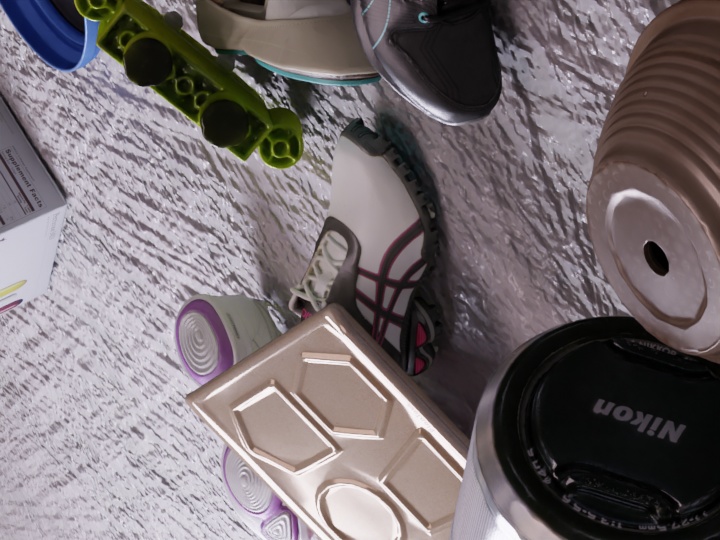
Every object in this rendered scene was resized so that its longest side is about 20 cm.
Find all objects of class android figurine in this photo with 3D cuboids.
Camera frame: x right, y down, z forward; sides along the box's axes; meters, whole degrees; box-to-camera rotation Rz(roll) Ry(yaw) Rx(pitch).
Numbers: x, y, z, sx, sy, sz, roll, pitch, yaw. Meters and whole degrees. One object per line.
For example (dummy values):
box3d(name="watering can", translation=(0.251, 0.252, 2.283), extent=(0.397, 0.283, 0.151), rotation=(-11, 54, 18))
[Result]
box3d(name="android figurine", translation=(-0.114, -0.132, 1.414), extent=(0.182, 0.041, 0.200), rotation=(38, -172, -11))

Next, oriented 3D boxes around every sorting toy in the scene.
box3d(name="sorting toy", translation=(-0.001, 0.114, 1.391), extent=(0.185, 0.036, 0.200), rotation=(47, 142, -10))

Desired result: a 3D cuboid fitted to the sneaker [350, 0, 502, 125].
box3d(name="sneaker", translation=(0.031, -0.170, 1.139), extent=(0.079, 0.075, 0.200), rotation=(3, 119, 60))

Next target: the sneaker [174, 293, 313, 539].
box3d(name="sneaker", translation=(-0.064, 0.106, 1.601), extent=(0.075, 0.100, 0.200), rotation=(-26, 79, 35))

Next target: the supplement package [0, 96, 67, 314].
box3d(name="supplement package", translation=(-0.367, -0.058, 2.013), extent=(0.156, 0.111, 0.200), rotation=(56, 156, 14))

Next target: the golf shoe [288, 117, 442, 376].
box3d(name="golf shoe", translation=(0.000, 0.000, 1.369), extent=(0.077, 0.088, 0.200), rotation=(39, 146, 44))

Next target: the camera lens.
box3d(name="camera lens", translation=(0.131, 0.134, 1.154), extent=(0.160, 0.160, 0.200), rotation=(49, 153, 27))

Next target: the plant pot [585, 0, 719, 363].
box3d(name="plant pot", translation=(0.170, -0.024, 0.994), extent=(0.201, 0.093, 0.201), rotation=(46, 152, 32))

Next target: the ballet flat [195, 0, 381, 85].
box3d(name="ballet flat", translation=(-0.048, -0.157, 1.332), extent=(0.200, 0.069, 0.070), rotation=(21, 134, 57))

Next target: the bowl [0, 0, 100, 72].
box3d(name="bowl", translation=(-0.246, -0.251, 1.653), extent=(0.201, 0.039, 0.201), rotation=(46, 151, 34))
